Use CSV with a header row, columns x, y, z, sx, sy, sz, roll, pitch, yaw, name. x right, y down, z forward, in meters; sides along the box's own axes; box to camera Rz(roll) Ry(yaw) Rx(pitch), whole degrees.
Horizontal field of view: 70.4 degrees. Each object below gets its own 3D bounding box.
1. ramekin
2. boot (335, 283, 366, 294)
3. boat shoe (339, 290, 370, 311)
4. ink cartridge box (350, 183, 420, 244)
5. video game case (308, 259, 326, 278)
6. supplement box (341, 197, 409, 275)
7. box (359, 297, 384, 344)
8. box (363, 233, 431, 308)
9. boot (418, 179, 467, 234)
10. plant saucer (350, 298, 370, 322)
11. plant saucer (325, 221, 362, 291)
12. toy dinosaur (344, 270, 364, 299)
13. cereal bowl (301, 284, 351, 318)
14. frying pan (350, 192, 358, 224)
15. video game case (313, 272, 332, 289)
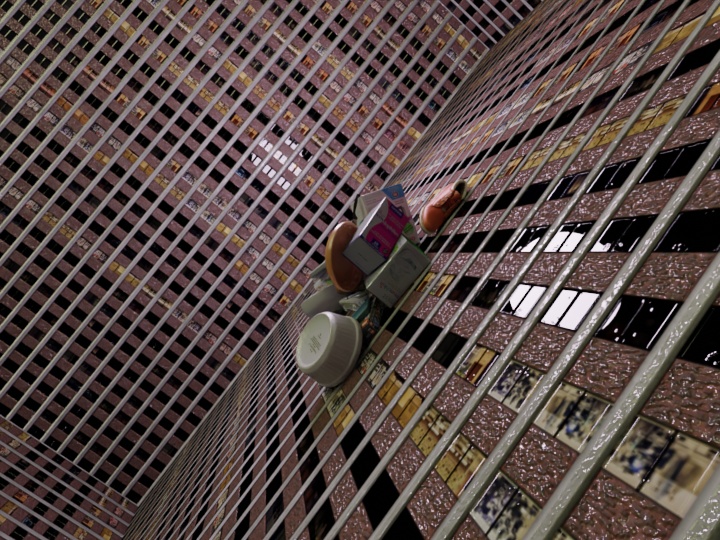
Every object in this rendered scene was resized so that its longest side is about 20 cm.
x,y,z,sx,sy,sz,roll,pitch,yaw,name
-0.092,0.205,1.377,0.202,0.094,0.204,-36,38,35,ramekin
0.006,0.035,1.669,0.198,0.074,0.076,-23,26,10,boot
-0.015,0.109,1.654,0.074,0.065,0.202,-22,0,-22,boat shoe
0.078,-0.154,1.661,0.146,0.202,0.146,-20,2,-16,ink cartridge box
-0.073,-0.039,1.860,0.200,0.022,0.182,-39,-13,21,video game case
0.045,-0.100,1.466,0.103,0.101,0.201,-41,13,45,supplement box
-0.013,0.179,1.464,0.200,0.038,0.137,-46,11,30,box
0.097,-0.010,1.470,0.177,0.096,0.200,-51,10,7,box
0.249,-0.194,1.524,0.201,0.075,0.107,-56,15,-28,boot
-0.036,0.164,1.461,0.200,0.019,0.070,-50,10,20,plant saucer
-0.047,-0.041,1.480,0.037,0.201,0.201,2,42,29,plant saucer
0.000,0.000,1.614,0.102,0.076,0.202,50,-138,-66,toy dinosaur
-0.118,0.127,1.919,0.199,0.084,0.200,-26,-13,-6,cereal bowl
-0.025,-0.138,1.621,0.115,0.031,0.192,101,-175,-80,frying pan
-0.050,0.015,1.914,0.199,0.023,0.182,-1,-32,-43,video game case
